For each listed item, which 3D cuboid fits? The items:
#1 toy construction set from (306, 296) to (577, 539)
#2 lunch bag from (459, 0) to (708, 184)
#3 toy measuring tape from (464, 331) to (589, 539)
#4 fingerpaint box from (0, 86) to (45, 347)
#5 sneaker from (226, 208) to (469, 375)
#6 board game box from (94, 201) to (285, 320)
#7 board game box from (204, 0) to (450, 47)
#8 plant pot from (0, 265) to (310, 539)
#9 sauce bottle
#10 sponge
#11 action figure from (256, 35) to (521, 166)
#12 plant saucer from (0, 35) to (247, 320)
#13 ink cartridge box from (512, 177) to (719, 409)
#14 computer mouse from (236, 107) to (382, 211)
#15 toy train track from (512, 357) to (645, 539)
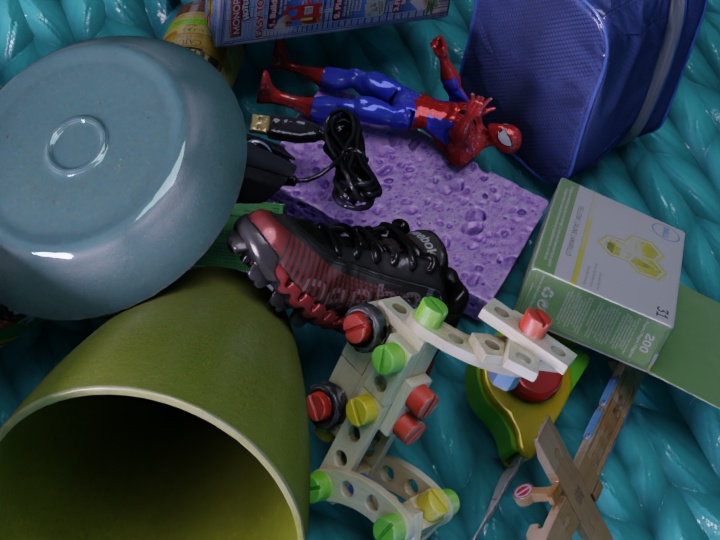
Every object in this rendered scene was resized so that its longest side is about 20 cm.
[{"bbox_3d":[0.036,0.092,0.871,0.131,0.201,0.092,43,17,28],"label":"toy construction set"},{"bbox_3d":[0.170,-0.183,1.062,0.131,0.201,0.136,-29,61,-28],"label":"lunch bag"},{"bbox_3d":[0.086,0.102,0.944,0.073,0.074,0.201,31,63,10],"label":"toy measuring tape"},{"bbox_3d":[-0.286,-0.041,0.944,0.166,0.074,0.200,-32,64,-18],"label":"fingerpaint box"},{"bbox_3d":[0.000,0.000,0.918,0.098,0.200,0.071,-47,43,11],"label":"sneaker"},{"bbox_3d":[-0.154,-0.012,0.998,0.197,0.024,0.106,7,54,-5],"label":"board game box"},{"bbox_3d":[-0.065,-0.235,1.073,0.199,0.062,0.199,32,39,33],"label":"board game box"},{"bbox_3d":[-0.105,0.087,0.857,0.185,0.189,0.201,16,33,0],"label":"plant pot"},{"bbox_3d":[-0.132,-0.114,1.031,0.064,0.065,0.202,14,49,-1],"label":"sauce bottle"},{"bbox_3d":[0.030,-0.054,1.055,0.198,0.030,0.112,30,56,9],"label":"sponge"},{"bbox_3d":[0.030,-0.136,1.037,0.197,0.099,0.066,18,55,-2],"label":"action figure"},{"bbox_3d":[-0.168,-0.068,0.871,0.197,0.036,0.203,-7,63,13],"label":"plant saucer"},{"bbox_3d":[0.213,0.022,0.994,0.198,0.048,0.146,23,32,4],"label":"ink cartridge box"},{"bbox_3d":[-0.085,-0.087,0.945,0.197,0.047,0.141,1,26,-2],"label":"computer mouse"},{"bbox_3d":[0.147,0.121,0.951,0.032,0.116,0.201,-9,31,38],"label":"toy train track"}]
